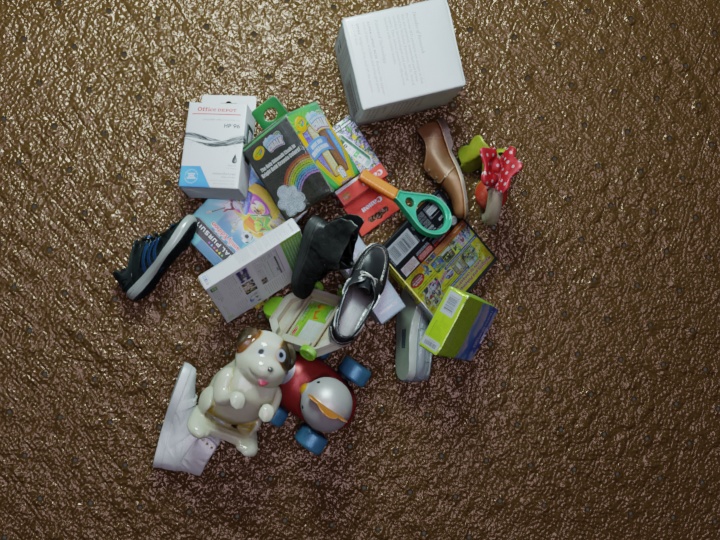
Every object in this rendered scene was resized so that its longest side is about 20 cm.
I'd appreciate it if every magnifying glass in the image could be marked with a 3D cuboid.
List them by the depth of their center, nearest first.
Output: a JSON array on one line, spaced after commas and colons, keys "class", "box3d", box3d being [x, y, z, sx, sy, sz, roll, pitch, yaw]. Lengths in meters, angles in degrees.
[{"class": "magnifying glass", "box3d": [0.085, -0.131, 1.617, 0.197, 0.022, 0.081, 29, 63, -8]}]

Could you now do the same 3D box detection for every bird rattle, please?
[{"class": "bird rattle", "box3d": [0.255, -0.166, 1.612, 0.110, 0.201, 0.167, -2, 114, -7]}]

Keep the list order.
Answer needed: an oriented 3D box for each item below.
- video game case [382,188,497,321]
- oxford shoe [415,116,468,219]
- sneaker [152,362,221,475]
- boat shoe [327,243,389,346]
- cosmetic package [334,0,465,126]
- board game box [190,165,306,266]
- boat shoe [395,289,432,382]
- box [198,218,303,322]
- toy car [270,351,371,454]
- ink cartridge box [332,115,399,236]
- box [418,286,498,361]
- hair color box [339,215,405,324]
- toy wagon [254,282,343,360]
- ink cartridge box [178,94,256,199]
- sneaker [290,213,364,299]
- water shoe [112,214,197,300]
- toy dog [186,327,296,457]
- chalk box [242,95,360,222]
[{"class": "video game case", "box3d": [0.146, -0.026, 1.637, 0.181, 0.025, 0.200, 48, 61, -5]}, {"class": "oxford shoe", "box3d": [0.158, -0.188, 1.656, 0.070, 0.071, 0.204, -18, 81, -4]}, {"class": "sneaker", "box3d": [-0.306, 0.278, 1.593, 0.113, 0.074, 0.204, 15, 97, -8]}, {"class": "boat shoe", "box3d": [0.001, 0.038, 1.523, 0.073, 0.060, 0.202, 30, 74, -3]}, {"class": "cosmetic package", "box3d": [0.069, -0.382, 1.595, 0.196, 0.165, 0.169, -14, 91, -8]}, {"class": "board game box", "box3d": [-0.219, -0.094, 1.615, 0.151, 0.047, 0.200, 44, 84, -5]}, {"class": "boat shoe", "box3d": [0.112, 0.113, 1.652, 0.070, 0.070, 0.206, 9, 83, -31]}, {"class": "box", "box3d": [-0.185, 0.002, 1.564, 0.198, 0.145, 0.037, -31, 62, -8]}, {"class": "toy car", "box3d": [-0.079, 0.227, 1.553, 0.176, 0.200, 0.186, 36, 85, -5]}, {"class": "ink cartridge box", "box3d": [-0.010, -0.179, 1.640, 0.108, 0.050, 0.202, -35, 93, -6]}, {"class": "box", "box3d": [0.187, 0.103, 1.605, 0.047, 0.199, 0.124, 30, 95, 26]}, {"class": "hair color box", "box3d": [0.000, 0.000, 1.615, 0.060, 0.099, 0.202, -35, 94, -7]}, {"class": "toy wagon", "box3d": [-0.107, 0.086, 1.597, 0.197, 0.040, 0.156, 14, 52, 28]}, {"class": "ink cartridge box", "box3d": [-0.259, -0.238, 1.572, 0.113, 0.068, 0.205, 3, 77, 8]}, {"class": "sneaker", "box3d": [-0.058, -0.019, 1.534, 0.103, 0.060, 0.203, 27, 121, 22]}, {"class": "water shoe", "box3d": [-0.378, -0.036, 1.560, 0.079, 0.071, 0.201, 42, 104, 5]}, {"class": "toy dog", "box3d": [-0.192, 0.198, 1.525, 0.138, 0.195, 0.201, 29, 120, -12]}, {"class": "chalk box", "box3d": [-0.117, -0.216, 1.548, 0.124, 0.124, 0.202, -28, 95, 32]}]
